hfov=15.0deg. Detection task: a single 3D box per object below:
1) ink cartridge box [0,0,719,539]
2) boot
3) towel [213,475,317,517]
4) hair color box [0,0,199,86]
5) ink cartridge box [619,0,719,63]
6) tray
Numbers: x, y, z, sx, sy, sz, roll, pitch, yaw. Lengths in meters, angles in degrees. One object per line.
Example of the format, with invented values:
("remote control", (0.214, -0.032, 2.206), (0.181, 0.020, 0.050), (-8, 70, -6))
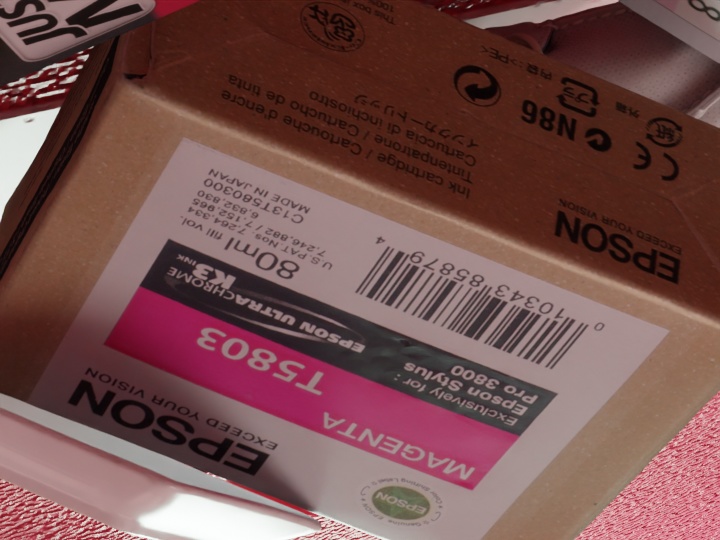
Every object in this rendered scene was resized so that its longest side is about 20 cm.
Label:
("ink cartridge box", (0.000, 0.000, 0.811), (0.199, 0.075, 0.165), (21, 141, -12))
("boot", (0.038, -0.045, 0.873), (0.199, 0.074, 0.095), (-24, 159, 21))
("towel", (0.012, 0.059, 1.203), (0.200, 0.023, 0.144), (-32, 158, 28))
("hair color box", (-0.125, -0.078, 0.654), (0.199, 0.061, 0.099), (-22, 160, 6))
("ink cartridge box", (0.175, -0.080, 0.771), (0.057, 0.200, 0.163), (-50, 169, -20))
("tray", (-0.117, 0.048, 0.849), (0.199, 0.022, 0.107), (20, 178, 26))
